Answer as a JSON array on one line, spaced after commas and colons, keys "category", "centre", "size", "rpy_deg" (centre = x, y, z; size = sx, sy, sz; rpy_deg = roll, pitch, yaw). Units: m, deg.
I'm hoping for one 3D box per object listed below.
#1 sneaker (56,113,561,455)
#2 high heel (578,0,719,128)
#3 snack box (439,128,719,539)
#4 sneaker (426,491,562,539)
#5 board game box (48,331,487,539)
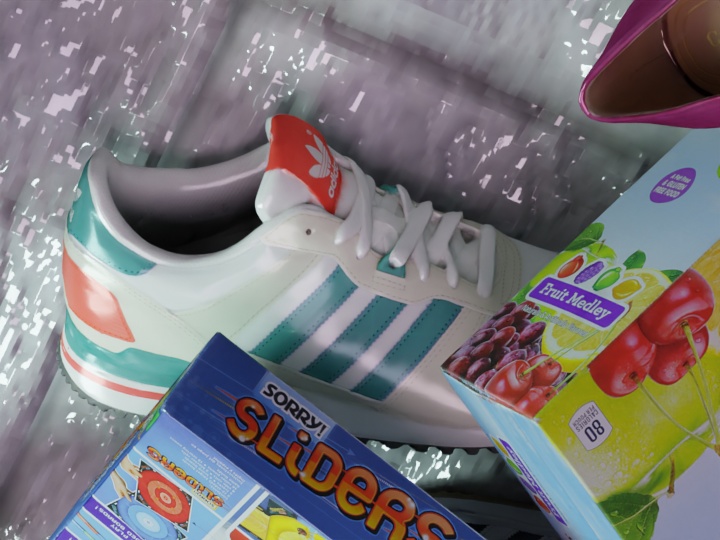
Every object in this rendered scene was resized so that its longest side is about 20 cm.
[{"category": "sneaker", "centre": [0.000, 0.000, 0.843], "size": [0.199, 0.070, 0.094], "rpy_deg": [2, 128, 2]}, {"category": "high heel", "centre": [0.144, -0.082, 0.706], "size": [0.068, 0.096, 0.200], "rpy_deg": [58, 148, 0]}, {"category": "snack box", "centre": [0.150, 0.030, 0.811], "size": [0.200, 0.068, 0.169], "rpy_deg": [-41, 116, -11]}, {"category": "sneaker", "centre": [0.058, 0.137, 0.906], "size": [0.199, 0.109, 0.070], "rpy_deg": [1, 124, -1]}, {"category": "board game box", "centre": [0.004, 0.116, 0.834], "size": [0.200, 0.035, 0.135], "rpy_deg": [38, 148, -3]}]
